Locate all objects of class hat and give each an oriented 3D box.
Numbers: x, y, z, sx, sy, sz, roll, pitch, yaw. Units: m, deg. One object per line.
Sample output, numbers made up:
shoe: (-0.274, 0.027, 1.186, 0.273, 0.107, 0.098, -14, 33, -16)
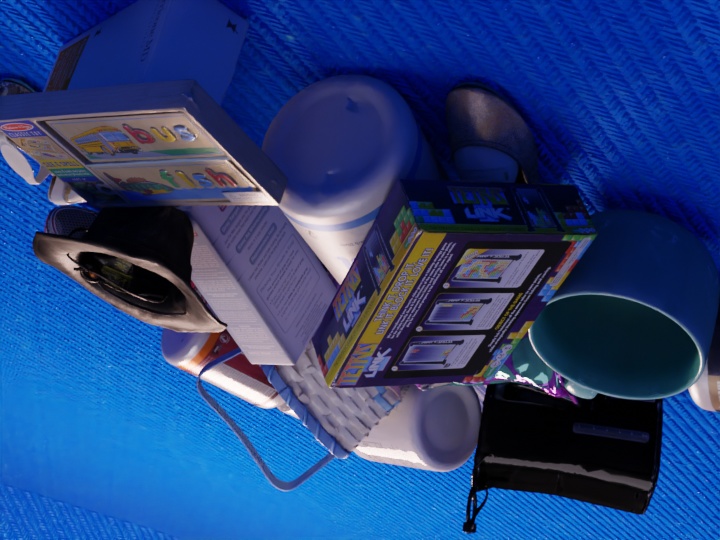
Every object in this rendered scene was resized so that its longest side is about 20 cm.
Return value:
hat: (-0.184, -0.016, 1.134, 0.199, 0.082, 0.201, 23, 162, 8)

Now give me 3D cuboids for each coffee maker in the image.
coffee maker: (0.227, 0.209, 1.464, 0.197, 0.195, 0.135, 9, 176, 10)

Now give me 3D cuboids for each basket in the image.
basket: (-0.060, 0.137, 1.478, 0.199, 0.139, 0.177, -33, 108, 10)

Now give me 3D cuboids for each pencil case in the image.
pencil case: (0.143, 0.088, 1.395, 0.198, 0.093, 0.085, -1, 152, 34)

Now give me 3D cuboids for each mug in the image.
mug: (0.220, 0.025, 1.144, 0.152, 0.115, 0.184, 40, 144, -25)

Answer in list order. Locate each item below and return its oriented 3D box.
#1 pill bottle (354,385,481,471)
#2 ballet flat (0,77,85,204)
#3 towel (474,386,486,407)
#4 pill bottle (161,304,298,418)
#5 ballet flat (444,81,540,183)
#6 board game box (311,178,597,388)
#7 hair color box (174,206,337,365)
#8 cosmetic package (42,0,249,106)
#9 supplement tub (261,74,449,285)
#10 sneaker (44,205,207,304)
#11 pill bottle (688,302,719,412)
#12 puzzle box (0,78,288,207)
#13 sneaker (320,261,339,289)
pill bottle: (0.040, 0.172, 1.572, 0.114, 0.115, 0.199, 32, 160, -34)
ballet flat: (-0.294, -0.104, 1.274, 0.071, 0.073, 0.200, 1, 153, 31)
towel: (0.151, 0.140, 1.609, 0.198, 0.024, 0.145, -4, 148, 36)
pill bottle: (-0.129, 0.097, 1.571, 0.199, 0.111, 0.109, 30, 154, -30)
ballet flat: (0.114, -0.073, 1.076, 0.067, 0.068, 0.200, 1, 153, 26)
board game box: (0.071, 0.014, 1.063, 0.163, 0.057, 0.201, 1, 140, -27)
hair color box: (-0.107, -0.015, 1.243, 0.060, 0.099, 0.201, -1, 134, 37)
cosmetic package: (-0.183, -0.148, 1.057, 0.071, 0.102, 0.199, 32, 152, -32)
supplement tub: (0.011, -0.057, 1.099, 0.130, 0.133, 0.200, 4, 155, 26)
sneaker: (-0.246, -0.019, 1.403, 0.198, 0.081, 0.075, 27, 151, 12)
pill bottle: (0.359, 0.075, 1.193, 0.198, 0.112, 0.111, 3, 154, 28)
puzzle box: (-0.169, -0.093, 1.010, 0.198, 0.026, 0.133, 1, 151, 33)
sneaker: (0.000, 0.000, 1.340, 0.197, 0.081, 0.084, 0, 136, 18)
